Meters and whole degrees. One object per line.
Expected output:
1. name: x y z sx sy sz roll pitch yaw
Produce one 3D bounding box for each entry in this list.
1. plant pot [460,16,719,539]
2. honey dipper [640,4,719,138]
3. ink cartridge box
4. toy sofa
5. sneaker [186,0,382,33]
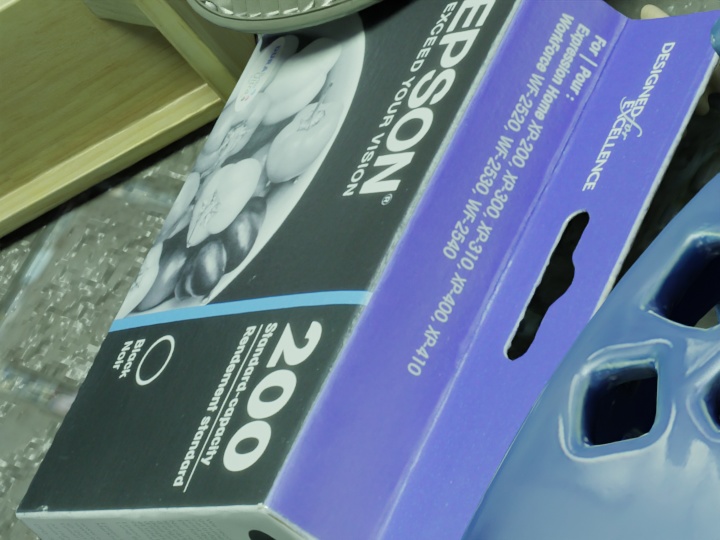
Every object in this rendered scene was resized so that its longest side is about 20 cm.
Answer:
1. plant pot: 0.168 0.044 0.653 0.199 0.200 0.181 9 73 41
2. honey dipper: 0.034 0.003 0.908 0.200 0.038 0.038 -47 45 0
3. ink cartridge box: 0.000 0.000 0.885 0.199 0.043 0.199 -6 51 52
4. toy sofa: -0.136 -0.064 1.042 0.199 0.083 0.098 -28 42 16
5. sneaker: 0.037 -0.137 0.960 0.199 0.106 0.075 -31 82 15
